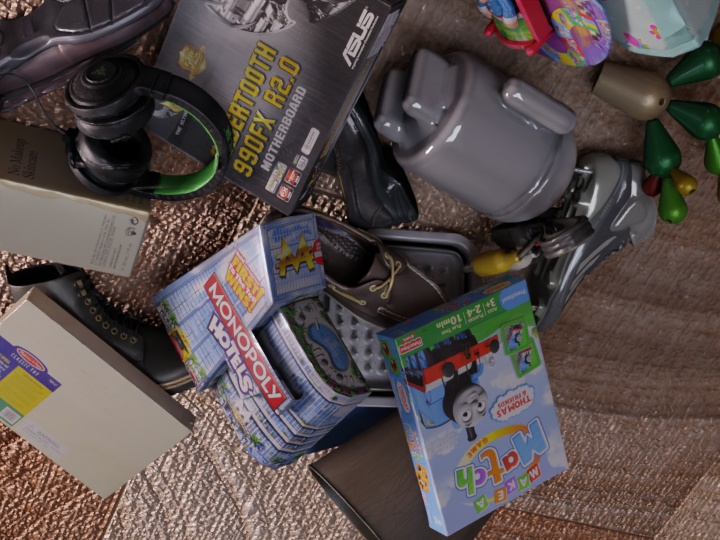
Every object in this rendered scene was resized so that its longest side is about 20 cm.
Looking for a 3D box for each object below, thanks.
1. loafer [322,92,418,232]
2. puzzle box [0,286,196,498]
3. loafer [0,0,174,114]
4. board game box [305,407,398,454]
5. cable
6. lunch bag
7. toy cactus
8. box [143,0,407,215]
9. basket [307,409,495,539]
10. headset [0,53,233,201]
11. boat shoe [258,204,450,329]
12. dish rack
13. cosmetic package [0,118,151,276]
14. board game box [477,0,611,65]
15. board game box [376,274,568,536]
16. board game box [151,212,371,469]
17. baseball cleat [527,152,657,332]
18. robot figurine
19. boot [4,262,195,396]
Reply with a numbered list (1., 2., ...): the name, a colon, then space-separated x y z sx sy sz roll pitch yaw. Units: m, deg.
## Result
1. loafer: -0.016 -0.109 0.986 0.072 0.073 0.200 -22 125 10
2. puzzle box: -0.271 0.118 1.046 0.133 0.025 0.200 -37 112 24
3. loafer: -0.236 -0.183 0.901 0.200 0.072 0.063 -19 144 11
4. board game box: -0.003 0.107 1.156 0.200 0.039 0.158 -14 129 -14
5. cable: 0.169 -0.025 0.998 0.097 0.200 0.050 -26 99 -18
6. lunch bag: 0.184 -0.263 0.836 0.122 0.200 0.170 -33 123 13
7. toy cactus: 0.293 -0.150 1.010 0.165 0.102 0.200 23 115 3
8. box: -0.077 -0.169 0.901 0.158 0.048 0.200 32 118 5
9. basket: 0.078 0.198 1.132 0.200 0.180 0.136 -41 165 -13
10. headset: -0.203 -0.105 0.876 0.200 0.094 0.124 14 140 -3
11. boat shoe: 0.000 0.000 1.023 0.200 0.060 0.072 30 77 -10
12. dish rack: 0.016 0.046 1.076 0.200 0.044 0.172 3 84 -13
13. cosmetic package: -0.283 -0.069 0.941 0.200 0.104 0.073 13 121 -21
14. board game box: 0.099 -0.215 0.858 0.200 0.158 0.039 42 83 -6
15. board game box: 0.109 0.124 1.042 0.151 0.037 0.200 -23 108 -25
16. board game box: -0.082 0.051 0.971 0.062 0.200 0.200 -16 158 -40
17. baseball cleat: 0.229 -0.018 1.096 0.106 0.070 0.200 8 123 -16
18. robot figurine: 0.108 -0.115 0.977 0.200 0.113 0.170 28 152 -27
19. boot: -0.229 0.049 1.055 0.200 0.077 0.138 -9 121 -6
